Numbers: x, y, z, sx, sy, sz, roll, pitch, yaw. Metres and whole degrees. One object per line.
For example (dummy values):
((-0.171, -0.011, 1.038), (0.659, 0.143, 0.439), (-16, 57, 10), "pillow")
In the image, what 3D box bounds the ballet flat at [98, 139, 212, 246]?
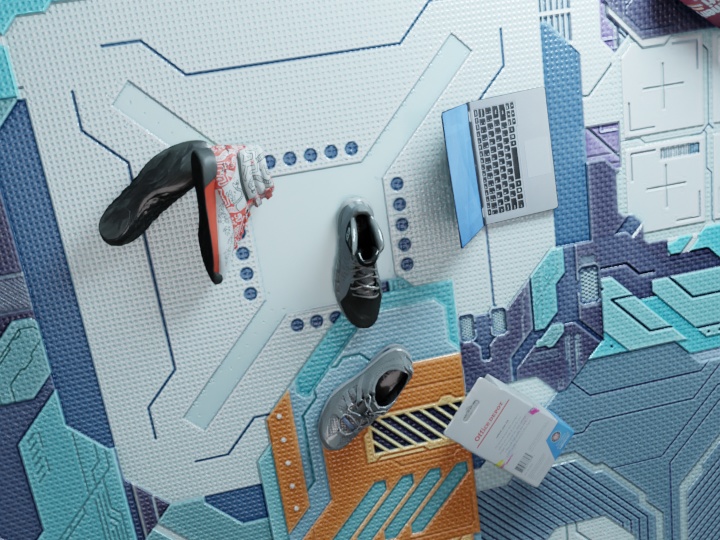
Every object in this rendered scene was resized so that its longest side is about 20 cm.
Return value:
((-0.286, -0.112, 0.937), (0.200, 0.057, 0.067), (-42, 92, -5), "ballet flat")

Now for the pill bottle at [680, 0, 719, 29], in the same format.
((0.541, -0.415, 0.971), (0.198, 0.110, 0.110), (26, 97, -14), "pill bottle")

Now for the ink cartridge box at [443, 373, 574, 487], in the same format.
((0.232, 0.252, 1.093), (0.199, 0.068, 0.116), (31, 96, -15), "ink cartridge box")

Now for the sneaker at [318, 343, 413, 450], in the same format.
((0.006, 0.201, 1.034), (0.074, 0.082, 0.201), (37, 94, -15), "sneaker")

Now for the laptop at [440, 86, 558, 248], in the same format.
((0.208, -0.154, 0.971), (0.197, 0.116, 0.190), (-13, 105, -7), "laptop")

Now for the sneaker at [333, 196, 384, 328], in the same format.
((0.000, 0.000, 0.970), (0.074, 0.116, 0.203), (-8, 104, -8), "sneaker")

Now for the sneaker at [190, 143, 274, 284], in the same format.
((-0.173, -0.080, 0.946), (0.107, 0.067, 0.204), (-15, 121, -27), "sneaker")
